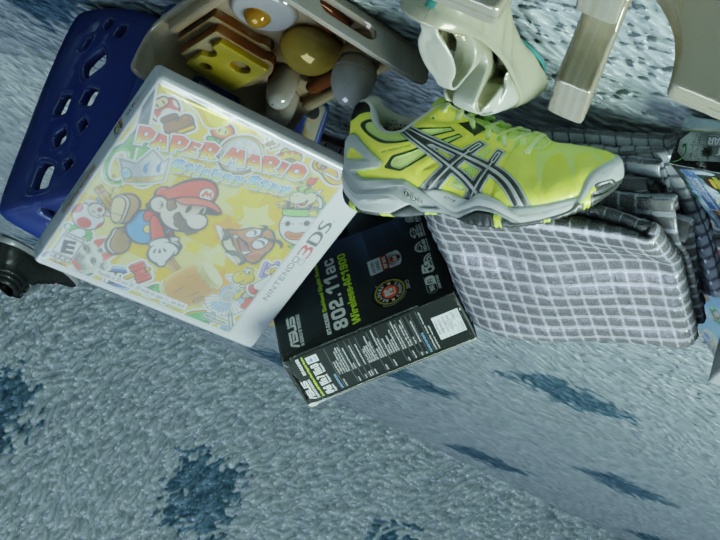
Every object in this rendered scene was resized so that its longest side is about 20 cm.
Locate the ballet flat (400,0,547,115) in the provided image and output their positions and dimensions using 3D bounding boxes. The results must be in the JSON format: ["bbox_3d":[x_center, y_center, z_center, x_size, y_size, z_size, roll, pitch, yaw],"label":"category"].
[{"bbox_3d":[0.069,-0.136,0.993,0.069,0.070,0.200,18,168,23],"label":"ballet flat"}]

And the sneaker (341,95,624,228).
[{"bbox_3d":[0.075,-0.076,1.051,0.199,0.077,0.075,3,-160,22],"label":"sneaker"}]

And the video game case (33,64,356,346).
[{"bbox_3d":[-0.116,-0.041,1.196,0.199,0.182,0.023,24,-153,-30],"label":"video game case"}]

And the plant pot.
[{"bbox_3d":[-0.150,-0.096,1.304,0.199,0.201,0.179,30,159,-32],"label":"plant pot"}]

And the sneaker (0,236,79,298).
[{"bbox_3d":[-0.637,0.017,3.058,0.070,0.100,0.200,9,164,44],"label":"sneaker"}]

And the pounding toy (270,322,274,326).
[{"bbox_3d":[-0.060,0.022,1.734,0.183,0.143,0.200,26,177,-18],"label":"pounding toy"}]

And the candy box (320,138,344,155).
[{"bbox_3d":[-0.009,-0.073,1.474,0.199,0.056,0.115,20,169,16],"label":"candy box"}]

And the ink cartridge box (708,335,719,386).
[{"bbox_3d":[0.357,0.060,1.088,0.199,0.088,0.145,18,168,4],"label":"ink cartridge box"}]

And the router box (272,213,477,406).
[{"bbox_3d":[0.000,0.000,1.311,0.201,0.149,0.062,-104,-12,-48],"label":"router box"}]

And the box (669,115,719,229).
[{"bbox_3d":[0.305,-0.035,1.064,0.136,0.040,0.200,14,166,35],"label":"box"}]

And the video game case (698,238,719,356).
[{"bbox_3d":[0.326,0.066,1.275,0.201,0.017,0.143,60,164,-4],"label":"video game case"}]

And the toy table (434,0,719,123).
[{"bbox_3d":[0.123,-0.146,0.705,0.199,0.118,0.184,20,169,17],"label":"toy table"}]

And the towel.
[{"bbox_3d":[0.153,-0.017,1.144,0.199,0.086,0.166,6,144,27],"label":"towel"}]

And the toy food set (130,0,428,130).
[{"bbox_3d":[-0.062,-0.146,1.137,0.143,0.061,0.200,28,153,-27],"label":"toy food set"}]
